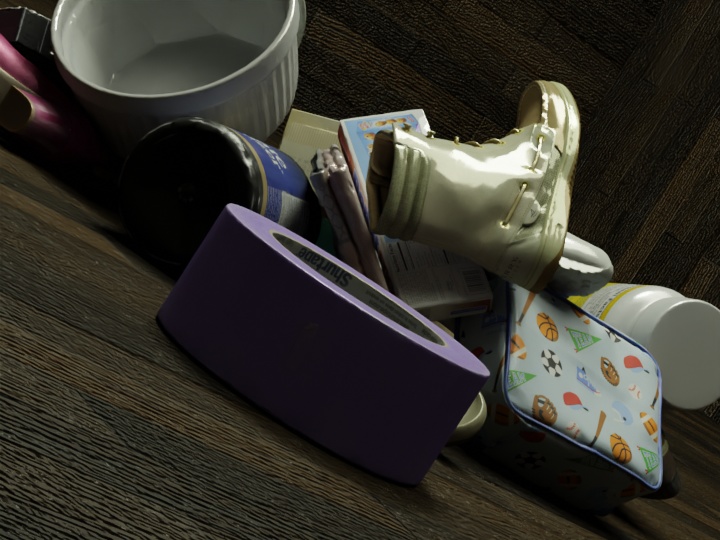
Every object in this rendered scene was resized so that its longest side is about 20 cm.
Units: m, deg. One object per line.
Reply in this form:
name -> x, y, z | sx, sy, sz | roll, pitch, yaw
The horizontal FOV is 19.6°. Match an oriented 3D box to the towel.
towel -> 0.000, 0.000, 1.649 | 0.200, 0.032, 0.191 | -105, 176, -82

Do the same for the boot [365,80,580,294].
boot -> 0.086, -0.087, 1.616 | 0.154, 0.072, 0.200 | 18, 52, -11

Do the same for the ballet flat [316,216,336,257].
ballet flat -> -0.025, 0.002, 1.953 | 0.200, 0.072, 0.072 | 31, 5, -43

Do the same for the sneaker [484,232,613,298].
sneaker -> 0.110, -0.035, 1.680 | 0.200, 0.081, 0.076 | 15, -26, 10

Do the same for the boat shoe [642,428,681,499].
boat shoe -> 0.224, 0.168, 1.849 | 0.066, 0.072, 0.201 | 61, -14, -9

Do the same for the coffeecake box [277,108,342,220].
coffeecake box -> 0.013, -0.069, 1.941 | 0.153, 0.073, 0.200 | 16, -11, 13

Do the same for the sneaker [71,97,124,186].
sneaker -> -0.156, -0.100, 1.747 | 0.200, 0.078, 0.091 | 32, -38, 4

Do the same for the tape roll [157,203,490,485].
tape roll -> -0.023, 0.046, 1.318 | 0.200, 0.085, 0.200 | 33, 4, -3

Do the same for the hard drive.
hard drive -> -0.267, -0.169, 1.819 | 0.140, 0.038, 0.200 | -1, -20, 42

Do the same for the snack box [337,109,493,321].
snack box -> 0.041, -0.045, 1.638 | 0.024, 0.072, 0.200 | 96, -20, -51

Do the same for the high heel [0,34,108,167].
high heel -> -0.280, -0.149, 1.688 | 0.200, 0.067, 0.096 | 37, 5, 41

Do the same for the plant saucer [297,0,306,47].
plant saucer -> -0.144, -0.238, 1.798 | 0.200, 0.200, 0.050 | 31, 42, -25

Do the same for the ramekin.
ramekin -> -0.143, -0.171, 1.687 | 0.200, 0.200, 0.105 | 36, -27, 32

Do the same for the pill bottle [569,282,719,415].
pill bottle -> 0.235, 0.069, 1.842 | 0.114, 0.114, 0.200 | 31, -11, -24

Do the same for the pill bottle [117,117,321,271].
pill bottle -> -0.099, -0.048, 1.591 | 0.112, 0.112, 0.200 | 34, 5, 16

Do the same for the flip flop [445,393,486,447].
flip flop -> 0.010, 0.048, 1.497 | 0.200, 0.081, 0.058 | 40, -31, 20

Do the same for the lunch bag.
lunch bag -> 0.160, 0.095, 1.655 | 0.200, 0.076, 0.160 | 32, 43, -31

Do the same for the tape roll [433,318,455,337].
tape roll -> 0.094, 0.042, 1.796 | 0.202, 0.071, 0.202 | 39, -15, 13
